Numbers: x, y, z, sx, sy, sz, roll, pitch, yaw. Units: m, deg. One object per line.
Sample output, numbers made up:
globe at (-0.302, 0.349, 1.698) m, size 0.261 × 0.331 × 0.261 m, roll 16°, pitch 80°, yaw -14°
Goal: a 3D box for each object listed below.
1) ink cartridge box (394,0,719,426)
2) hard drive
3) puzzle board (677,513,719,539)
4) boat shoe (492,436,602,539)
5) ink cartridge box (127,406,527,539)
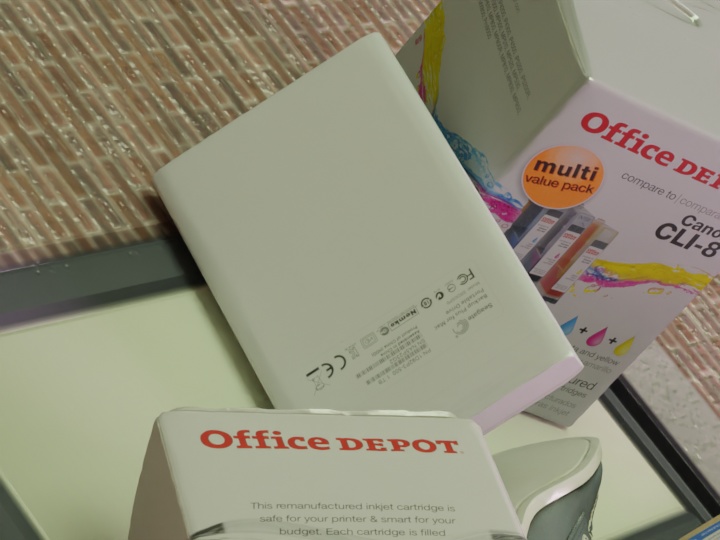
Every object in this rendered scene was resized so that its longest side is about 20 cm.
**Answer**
ink cartridge box at (0.096, -0.053, 1.463) m, size 0.145 × 0.200 × 0.145 m, roll 21°, pitch 36°, yaw -28°
hard drive at (0.000, 0.000, 1.370) m, size 0.200 × 0.132 × 0.026 m, roll 60°, pitch 5°, yaw 29°
puzzle board at (0.186, 0.200, 1.425) m, size 0.151 × 0.017 × 0.200 m, roll 48°, pitch 32°, yaw 14°
boat shoe at (0.070, 0.134, 1.355) m, size 0.200 × 0.073 × 0.062 m, roll -46°, pitch 123°, yaw -63°
ink cartridge box at (-0.003, 0.148, 1.159) m, size 0.146 × 0.085 × 0.200 m, roll 3°, pitch 35°, yaw -18°
